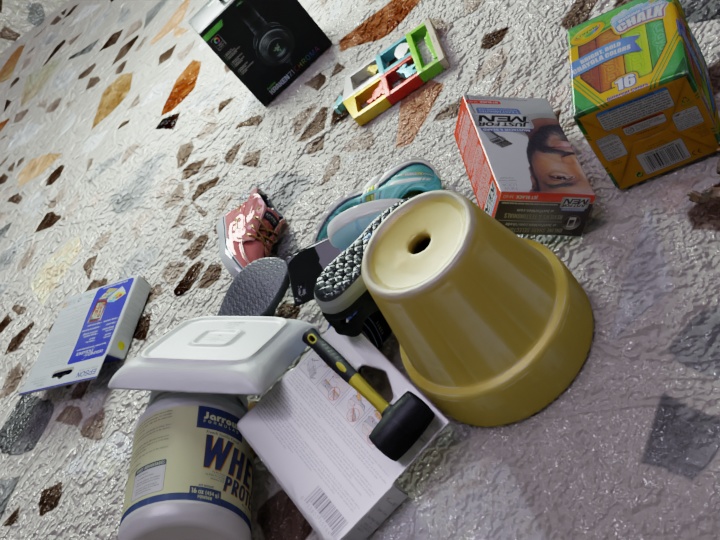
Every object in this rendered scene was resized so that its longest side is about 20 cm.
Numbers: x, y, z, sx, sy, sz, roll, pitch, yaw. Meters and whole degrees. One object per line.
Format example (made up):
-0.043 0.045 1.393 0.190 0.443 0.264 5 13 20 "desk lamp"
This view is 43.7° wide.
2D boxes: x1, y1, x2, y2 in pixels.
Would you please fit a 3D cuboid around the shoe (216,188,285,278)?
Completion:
-0.156 -0.050 1.323 0.091 0.071 0.200 -44 32 10 "shoe"

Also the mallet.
-0.008 0.126 0.941 0.200 0.041 0.066 29 81 43 "mallet"

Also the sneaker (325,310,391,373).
-0.006 0.088 1.060 0.070 0.078 0.201 21 92 48 "sneaker"

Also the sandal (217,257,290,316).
-0.160 0.069 1.222 0.076 0.043 0.201 35 92 32 "sandal"

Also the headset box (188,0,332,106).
-0.183 -0.433 1.607 0.174 0.200 0.093 -42 36 3 "headset box"

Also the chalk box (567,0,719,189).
0.310 -0.216 0.991 0.124 0.124 0.201 -21 43 28 "chalk box"

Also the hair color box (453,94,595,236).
0.183 -0.125 1.033 0.110 0.064 0.201 1 42 -10 "hair color box"

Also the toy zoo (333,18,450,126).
0.042 -0.306 1.420 0.199 0.020 0.132 -32 39 18 "toy zoo"

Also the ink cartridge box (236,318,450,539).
-0.017 0.172 0.965 0.176 0.045 0.200 -45 50 -2 "ink cartridge box"

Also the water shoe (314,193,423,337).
0.034 -0.009 1.001 0.200 0.079 0.071 -38 41 -16 "water shoe"

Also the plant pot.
0.105 0.025 0.905 0.200 0.189 0.202 -26 40 23 "plant pot"

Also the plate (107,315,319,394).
-0.172 0.094 1.082 0.198 0.033 0.200 -1 16 18 "plate"

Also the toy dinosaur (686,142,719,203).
0.396 -0.095 0.822 0.199 0.086 0.136 13 66 49 "toy dinosaur"

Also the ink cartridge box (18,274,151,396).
-0.450 0.115 1.474 0.197 0.047 0.201 -14 48 33 "ink cartridge box"

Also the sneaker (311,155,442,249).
0.020 -0.071 1.178 0.200 0.077 0.080 -37 46 10 "sneaker"

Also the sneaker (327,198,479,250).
0.058 -0.033 1.053 0.199 0.074 0.082 -4 52 7 "sneaker"

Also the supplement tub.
-0.194 0.233 1.029 0.144 0.145 0.201 -28 40 22 "supplement tub"

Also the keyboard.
0.000 0.000 1.137 0.199 0.021 0.128 -24 61 19 "keyboard"
